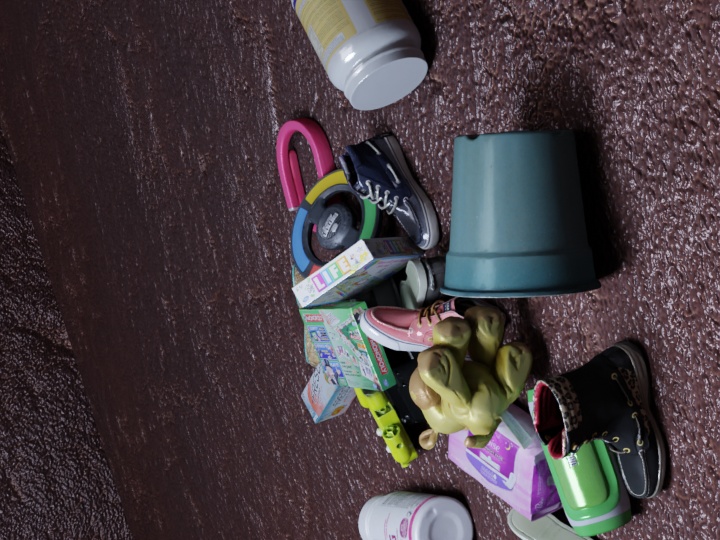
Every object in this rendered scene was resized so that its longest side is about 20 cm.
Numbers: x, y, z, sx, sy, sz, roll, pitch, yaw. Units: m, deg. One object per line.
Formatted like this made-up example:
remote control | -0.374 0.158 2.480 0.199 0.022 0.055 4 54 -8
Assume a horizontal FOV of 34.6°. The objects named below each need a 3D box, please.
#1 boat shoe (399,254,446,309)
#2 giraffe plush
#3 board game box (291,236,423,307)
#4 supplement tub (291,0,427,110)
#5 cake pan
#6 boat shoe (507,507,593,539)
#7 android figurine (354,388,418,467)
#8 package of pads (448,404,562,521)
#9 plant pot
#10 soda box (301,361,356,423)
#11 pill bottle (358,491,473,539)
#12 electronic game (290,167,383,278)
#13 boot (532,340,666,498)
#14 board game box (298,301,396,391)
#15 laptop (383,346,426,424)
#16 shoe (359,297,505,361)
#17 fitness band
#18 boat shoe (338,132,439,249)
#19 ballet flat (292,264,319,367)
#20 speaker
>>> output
boat shoe | 0.099 0.032 1.741 0.201 0.060 0.072 105 149 -71
giraffe plush | 0.136 0.165 1.593 0.162 0.172 0.200 -27 86 60
board game box | 0.000 0.000 1.723 0.134 0.200 0.034 -34 79 21
supplement tub | -0.001 -0.348 1.663 0.200 0.145 0.145 64 148 18
cake pan | 0.006 0.049 1.914 0.200 0.037 0.200 46 146 44
boat shoe | 0.287 0.403 1.605 0.199 0.075 0.066 31 158 39
android figurine | 0.038 0.242 1.896 0.182 0.041 0.200 55 171 51
package of pads | 0.207 0.255 1.657 0.200 0.076 0.121 32 131 49
plant pot | 0.193 -0.073 1.435 0.200 0.200 0.196 5 100 58
soda box | -0.040 0.193 2.044 0.064 0.068 0.200 60 148 23
pill bottle | 0.086 0.422 1.897 0.200 0.113 0.114 -13 92 60
electronic game | -0.040 -0.072 1.877 0.200 0.042 0.200 -18 62 38
boot | 0.293 0.200 1.415 0.073 0.150 0.200 5 107 58
board game box | -0.023 0.115 1.780 0.200 0.029 0.135 -4 108 65
laptop | 0.071 0.142 1.825 0.200 0.103 0.177 -17 114 33
shoe | 0.105 0.070 1.656 0.072 0.200 0.091 -81 9 -50
fitness band | -0.091 -0.164 2.003 0.144 0.037 0.200 -5 100 59
boat shoe | 0.039 -0.113 1.754 0.200 0.093 0.075 63 148 20
ballet flat | -0.073 0.076 2.071 0.065 0.070 0.200 -3 105 31
speaker | 0.286 0.240 1.511 0.088 0.088 0.200 -29 78 59
